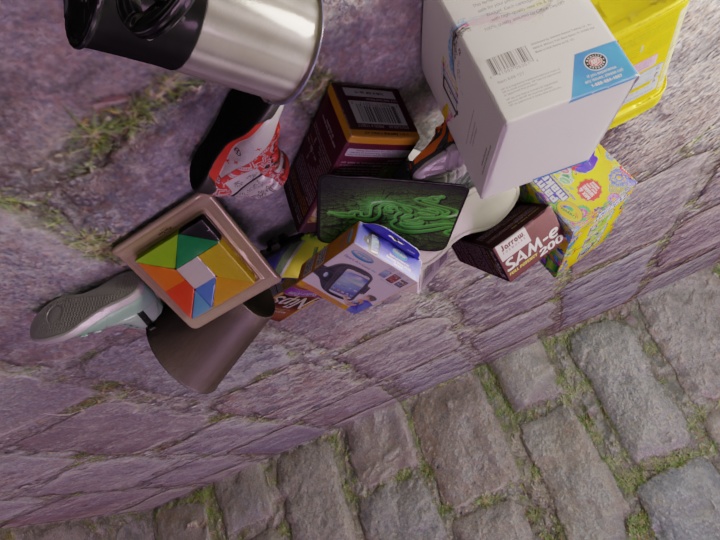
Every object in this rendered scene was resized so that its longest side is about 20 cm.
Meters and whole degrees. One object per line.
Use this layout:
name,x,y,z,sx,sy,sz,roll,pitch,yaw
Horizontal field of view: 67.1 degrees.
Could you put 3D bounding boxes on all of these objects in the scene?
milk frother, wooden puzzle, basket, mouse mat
milk frother,-0.104,-0.201,0.414,0.184,0.204,0.181,2,145,-42
wooden puzzle,-0.244,-0.003,0.823,0.181,0.038,0.201,-28,127,14
basket,-0.258,0.096,0.981,0.198,0.181,0.137,-37,-170,19
mouse mat,0.037,-0.073,0.735,0.192,0.008,0.162,3,151,-3

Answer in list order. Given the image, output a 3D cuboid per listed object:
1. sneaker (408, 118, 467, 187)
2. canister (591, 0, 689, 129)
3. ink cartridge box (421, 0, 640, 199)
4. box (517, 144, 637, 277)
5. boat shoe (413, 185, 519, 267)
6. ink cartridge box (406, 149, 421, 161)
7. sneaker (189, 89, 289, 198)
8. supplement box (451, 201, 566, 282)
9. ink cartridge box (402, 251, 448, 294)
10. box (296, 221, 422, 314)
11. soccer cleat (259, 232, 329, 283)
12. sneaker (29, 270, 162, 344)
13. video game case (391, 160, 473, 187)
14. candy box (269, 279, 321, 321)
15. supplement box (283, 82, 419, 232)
sneaker,0.123,-0.196,0.711,0.197,0.113,0.078,-33,162,-15
canister,0.357,-0.295,0.745,0.145,0.089,0.200,-25,155,8
ink cartridge box,0.167,-0.220,0.598,0.143,0.205,0.145,-18,159,-4
box,0.305,-0.130,0.873,0.120,0.202,0.193,-34,157,-1
boat shoe,0.147,-0.081,0.825,0.198,0.061,0.074,-38,114,13
ink cartridge box,0.106,-0.126,0.912,0.196,0.068,0.115,6,144,-46
sneaker,-0.120,-0.157,0.660,0.106,0.069,0.200,2,151,-44
supplement box,0.218,-0.054,0.851,0.107,0.062,0.200,-36,-166,-3
ink cartridge box,0.039,-0.026,0.938,0.194,0.052,0.161,12,-154,22
box,0.000,0.000,0.805,0.117,0.043,0.199,29,149,-22
soccer cleat,-0.079,-0.031,0.893,0.195,0.085,0.065,-16,-153,32
sneaker,-0.425,0.084,0.892,0.195,0.075,0.119,-23,150,-3
video game case,0.106,-0.114,0.810,0.195,0.019,0.143,-11,153,-35
candy box,-0.119,0.026,1.059,0.196,0.058,0.116,-28,156,18
supplement box,-0.020,-0.145,0.742,0.107,0.088,0.201,-6,152,-32
